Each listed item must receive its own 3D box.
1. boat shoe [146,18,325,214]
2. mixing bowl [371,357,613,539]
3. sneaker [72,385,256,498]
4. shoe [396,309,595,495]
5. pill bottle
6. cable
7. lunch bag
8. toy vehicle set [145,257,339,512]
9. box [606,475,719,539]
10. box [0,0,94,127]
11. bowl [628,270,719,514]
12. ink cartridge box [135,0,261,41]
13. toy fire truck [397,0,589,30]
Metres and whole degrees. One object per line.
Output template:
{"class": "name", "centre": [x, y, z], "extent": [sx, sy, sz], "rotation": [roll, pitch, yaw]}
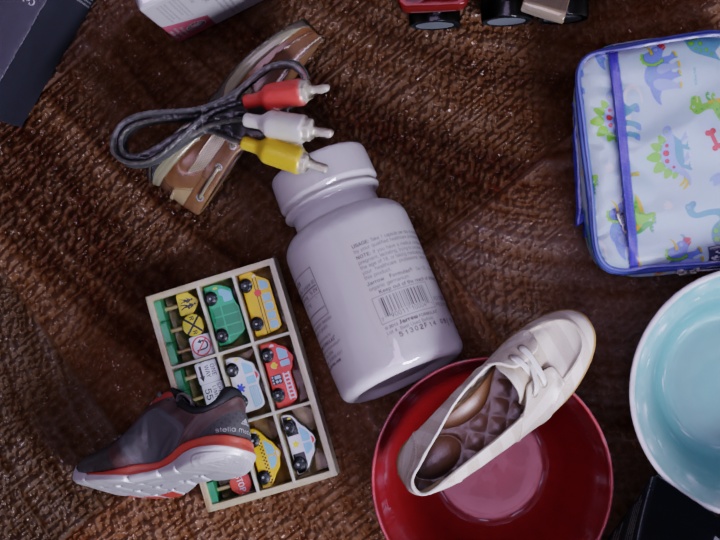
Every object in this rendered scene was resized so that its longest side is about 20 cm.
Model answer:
{"class": "boat shoe", "centre": [-0.100, -0.132, 1.138], "extent": [0.074, 0.076, 0.200], "rotation": [45, 102, -2]}
{"class": "mixing bowl", "centre": [0.110, 0.173, 1.101], "extent": [0.197, 0.108, 0.204], "rotation": [0, 89, 4]}
{"class": "sneaker", "centre": [-0.169, 0.148, 1.130], "extent": [0.198, 0.077, 0.083], "rotation": [-16, 63, 30]}
{"class": "shoe", "centre": [0.110, 0.109, 1.020], "extent": [0.200, 0.053, 0.070], "rotation": [-43, 87, 3]}
{"class": "pill bottle", "centre": [0.000, 0.000, 1.101], "extent": [0.113, 0.114, 0.202], "rotation": [-24, 78, 4]}
{"class": "cable", "centre": [-0.117, -0.130, 1.077], "extent": [0.197, 0.050, 0.099], "rotation": [2, 89, 7]}
{"class": "lunch bag", "centre": [0.260, -0.096, 1.102], "extent": [0.158, 0.082, 0.203], "rotation": [-4, 89, 7]}
{"class": "toy vehicle set", "centre": [-0.106, 0.102, 1.158], "extent": [0.123, 0.027, 0.203], "rotation": [-17, 89, 5]}
{"class": "box", "centre": [0.254, 0.311, 1.014], "extent": [0.199, 0.124, 0.198], "rotation": [33, 116, 8]}
{"class": "box", "centre": [-0.351, -0.260, 1.137], "extent": [0.199, 0.104, 0.183], "rotation": [33, 92, 4]}
{"class": "bowl", "centre": [0.319, 0.099, 1.085], "extent": [0.197, 0.105, 0.204], "rotation": [0, 90, 5]}
{"class": "ink cartridge box", "centre": [-0.098, -0.285, 1.095], "extent": [0.198, 0.146, 0.086], "rotation": [-24, 88, 4]}
{"class": "toy fire truck", "centre": [0.114, -0.247, 1.051], "extent": [0.173, 0.200, 0.131], "rotation": [-1, 90, 4]}
